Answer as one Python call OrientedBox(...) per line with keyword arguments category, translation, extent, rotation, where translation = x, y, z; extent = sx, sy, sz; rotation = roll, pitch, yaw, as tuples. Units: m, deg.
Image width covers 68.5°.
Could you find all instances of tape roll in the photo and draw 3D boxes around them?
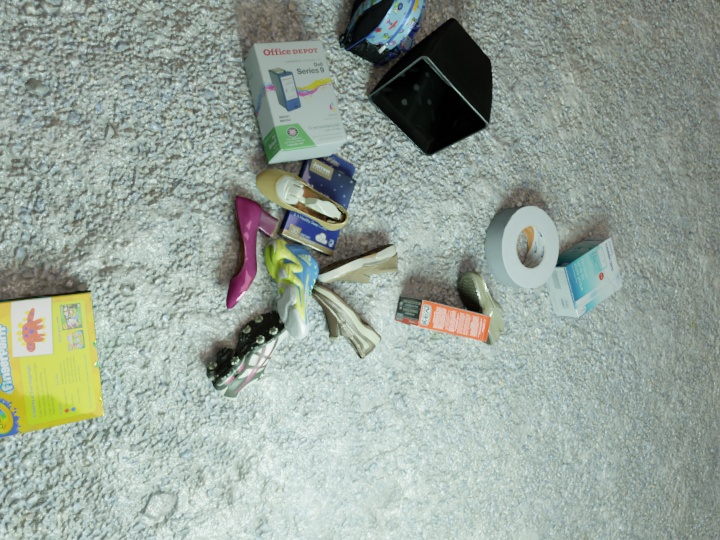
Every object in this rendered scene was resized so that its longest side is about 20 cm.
OrientedBox(category="tape roll", translation=(0.409, -0.059, 1.334), extent=(0.196, 0.066, 0.206), rotation=(-2, 93, -29))

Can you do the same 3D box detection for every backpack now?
OrientedBox(category="backpack", translation=(0.063, -0.527, 1.054), extent=(0.132, 0.199, 0.187), rotation=(17, 83, -27))

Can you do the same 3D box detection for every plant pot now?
OrientedBox(category="plant pot", translation=(0.169, -0.403, 1.129), extent=(0.198, 0.198, 0.180), rotation=(36, 65, -24))

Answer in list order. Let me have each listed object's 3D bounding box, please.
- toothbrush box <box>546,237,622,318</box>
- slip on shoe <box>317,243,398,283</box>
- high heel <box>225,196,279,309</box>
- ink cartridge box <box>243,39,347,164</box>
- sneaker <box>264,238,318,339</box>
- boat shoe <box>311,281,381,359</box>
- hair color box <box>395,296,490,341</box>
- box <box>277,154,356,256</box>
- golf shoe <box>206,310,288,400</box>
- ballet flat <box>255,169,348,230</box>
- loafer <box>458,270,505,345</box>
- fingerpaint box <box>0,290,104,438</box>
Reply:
OrientedBox(category="toothbrush box", translation=(0.601, 0.016, 1.430), extent=(0.197, 0.085, 0.150), rotation=(-26, 104, -26))
OrientedBox(category="slip on shoe", translation=(0.000, 0.000, 1.114), extent=(0.197, 0.075, 0.062), rotation=(-22, 102, -36))
OrientedBox(category="high heel", translation=(-0.233, -0.035, 0.994), extent=(0.095, 0.067, 0.204), rotation=(29, 69, -25))
OrientedBox(category="ink cartridge box", translation=(-0.125, -0.323, 1.012), extent=(0.142, 0.087, 0.205), rotation=(-14, 88, -27))
OrientedBox(category="sneaker", translation=(-0.113, 0.029, 1.026), extent=(0.103, 0.075, 0.204), rotation=(-6, 70, -38))
OrientedBox(category="boat shoe", translation=(-0.040, 0.112, 1.098), extent=(0.202, 0.074, 0.075), rotation=(44, 79, -23))
OrientedBox(category="hair color box", translation=(0.188, 0.110, 1.203), extent=(0.196, 0.101, 0.063), rotation=(15, 85, -27))
OrientedBox(category="box", translation=(-0.082, -0.146, 1.087), extent=(0.119, 0.032, 0.205), rotation=(22, 81, -27))
OrientedBox(category="golf shoe", translation=(-0.204, 0.159, 1.023), extent=(0.199, 0.076, 0.089), rotation=(-41, 136, -24))
OrientedBox(category="ballet flat", translation=(-0.106, -0.141, 1.022), extent=(0.197, 0.063, 0.070), rotation=(24, 81, -24))
OrientedBox(category="loafer", translation=(0.296, 0.082, 1.279), extent=(0.068, 0.075, 0.204), rotation=(-33, 116, -24))
OrientedBox(category="fingerpaint box", translation=(-0.509, 0.143, 0.845), extent=(0.163, 0.073, 0.206), rotation=(-7, 95, -28))
